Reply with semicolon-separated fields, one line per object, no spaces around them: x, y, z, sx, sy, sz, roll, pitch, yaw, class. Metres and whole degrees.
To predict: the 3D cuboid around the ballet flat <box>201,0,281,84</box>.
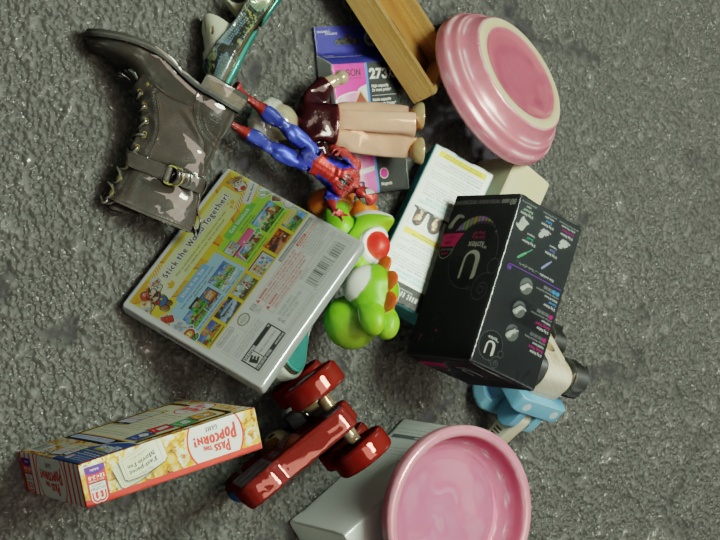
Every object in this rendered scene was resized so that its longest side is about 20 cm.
-0.136;-0.276;1.646;0.074;0.074;0.200;41;66;-28;ballet flat

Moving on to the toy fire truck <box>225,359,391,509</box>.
-0.073;0.188;1.607;0.168;0.200;0.112;-36;94;-12;toy fire truck

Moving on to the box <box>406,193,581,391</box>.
0.152;0.024;1.710;0.106;0.122;0.201;26;75;-32;box

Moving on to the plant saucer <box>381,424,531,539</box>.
0.100;0.271;1.661;0.200;0.051;0.201;1;88;-34;plant saucer

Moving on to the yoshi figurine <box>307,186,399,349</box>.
-0.014;0.006;1.670;0.112;0.112;0.200;-7;50;-9;yoshi figurine

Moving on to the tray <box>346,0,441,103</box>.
0.032;-0.302;1.747;0.200;0.037;0.099;56;31;-22;tray

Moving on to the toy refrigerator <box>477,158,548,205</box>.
0.151;-0.034;1.829;0.070;0.076;0.201;35;70;-29;toy refrigerator

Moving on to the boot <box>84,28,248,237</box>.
-0.227;-0.144;1.565;0.199;0.069;0.175;27;93;-5;boot

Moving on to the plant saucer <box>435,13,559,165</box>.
0.173;-0.225;1.798;0.200;0.051;0.201;32;42;-35;plant saucer

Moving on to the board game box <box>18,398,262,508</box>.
-0.224;0.181;1.523;0.199;0.151;0.047;-16;98;-33;board game box

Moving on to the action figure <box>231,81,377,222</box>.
-0.061;-0.122;1.613;0.200;0.099;0.065;32;98;-16;action figure

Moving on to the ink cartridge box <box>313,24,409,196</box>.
0.001;-0.188;1.752;0.094;0.037;0.201;-9;93;-35;ink cartridge box

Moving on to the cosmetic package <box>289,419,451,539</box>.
0.061;0.315;1.738;0.200;0.123;0.200;-39;111;-27;cosmetic package

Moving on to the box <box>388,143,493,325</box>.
0.079;-0.042;1.779;0.082;0.049;0.201;28;73;-7;box

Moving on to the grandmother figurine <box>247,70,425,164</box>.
-0.028;-0.165;1.684;0.199;0.061;0.122;1;76;-14;grandmother figurine

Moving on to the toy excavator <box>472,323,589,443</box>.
0.184;0.175;1.839;0.100;0.195;0.200;18;124;-37;toy excavator

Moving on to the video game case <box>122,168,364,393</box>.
-0.123;0.008;1.601;0.182;0.023;0.200;29;68;15;video game case

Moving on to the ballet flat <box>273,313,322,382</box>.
-0.081;0.047;1.665;0.069;0.069;0.200;46;37;-25;ballet flat
